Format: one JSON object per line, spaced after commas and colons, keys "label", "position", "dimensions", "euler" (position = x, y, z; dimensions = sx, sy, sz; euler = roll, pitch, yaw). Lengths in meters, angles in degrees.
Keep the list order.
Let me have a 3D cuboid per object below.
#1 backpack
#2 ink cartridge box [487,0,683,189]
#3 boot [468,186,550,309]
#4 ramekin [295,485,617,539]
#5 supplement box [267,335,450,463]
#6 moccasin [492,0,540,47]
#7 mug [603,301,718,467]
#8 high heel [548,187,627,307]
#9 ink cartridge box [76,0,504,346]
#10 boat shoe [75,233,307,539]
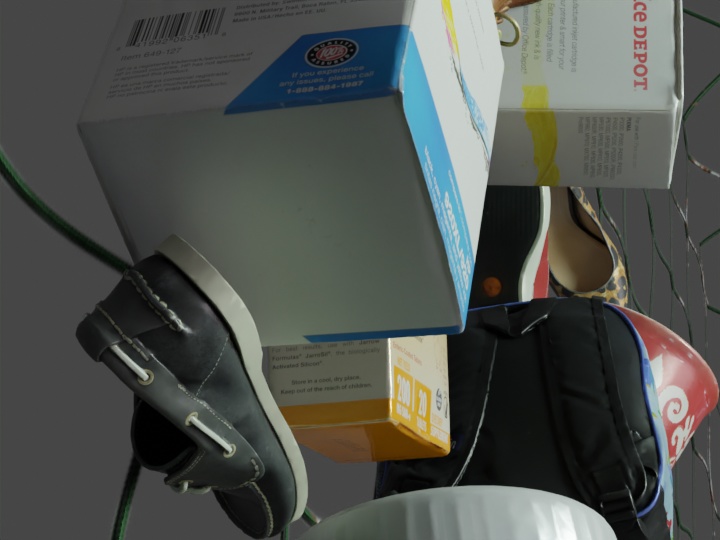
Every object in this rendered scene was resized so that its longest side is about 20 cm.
{"label": "backpack", "position": [0.102, 0.123, 1.170], "dimensions": [0.200, 0.183, 0.147], "euler": [-86, 168, -48]}
{"label": "ink cartridge box", "position": [0.106, -0.132, 1.205], "dimensions": [0.083, 0.200, 0.145], "euler": [82, 12, -53]}
{"label": "boot", "position": [0.122, -0.002, 1.465], "dimensions": [0.144, 0.072, 0.200], "euler": [3, 89, -73]}
{"label": "ramekin", "position": [0.049, 0.187, 0.951], "dimensions": [0.201, 0.200, 0.098], "euler": [56, 25, -57]}
{"label": "supplement box", "position": [0.000, 0.000, 1.050], "dimensions": [0.126, 0.073, 0.200], "euler": [38, 48, -68]}
{"label": "moccasin", "position": [0.050, -0.153, 1.111], "dimensions": [0.201, 0.074, 0.078], "euler": [-20, 76, -42]}
{"label": "mug", "position": [0.152, 0.150, 1.334], "dimensions": [0.200, 0.133, 0.178], "euler": [-57, 163, -26]}
{"label": "high heel", "position": [0.187, -0.025, 1.657], "dimensions": [0.143, 0.071, 0.200], "euler": [17, 52, -79]}
{"label": "ink cartridge box", "position": [-0.022, -0.085, 0.879], "dimensions": [0.200, 0.147, 0.145], "euler": [-78, 157, -45]}
{"label": "boat shoe", "position": [-0.075, 0.066, 0.832], "dimensions": [0.068, 0.072, 0.200], "euler": [-44, 147, -19]}
